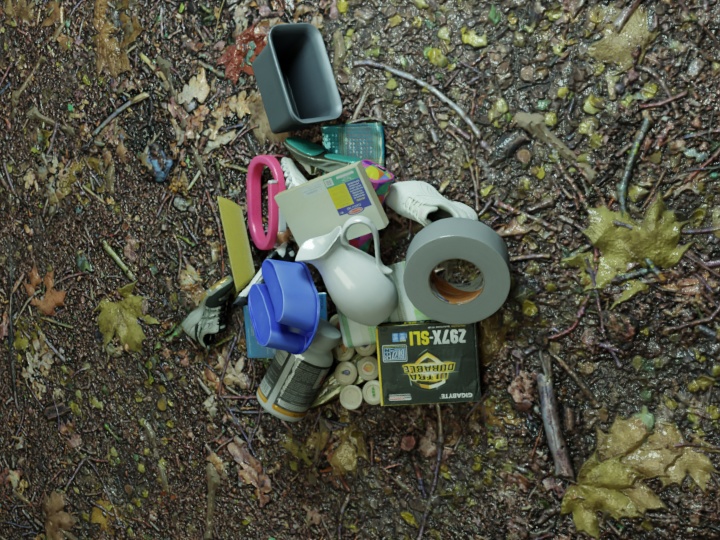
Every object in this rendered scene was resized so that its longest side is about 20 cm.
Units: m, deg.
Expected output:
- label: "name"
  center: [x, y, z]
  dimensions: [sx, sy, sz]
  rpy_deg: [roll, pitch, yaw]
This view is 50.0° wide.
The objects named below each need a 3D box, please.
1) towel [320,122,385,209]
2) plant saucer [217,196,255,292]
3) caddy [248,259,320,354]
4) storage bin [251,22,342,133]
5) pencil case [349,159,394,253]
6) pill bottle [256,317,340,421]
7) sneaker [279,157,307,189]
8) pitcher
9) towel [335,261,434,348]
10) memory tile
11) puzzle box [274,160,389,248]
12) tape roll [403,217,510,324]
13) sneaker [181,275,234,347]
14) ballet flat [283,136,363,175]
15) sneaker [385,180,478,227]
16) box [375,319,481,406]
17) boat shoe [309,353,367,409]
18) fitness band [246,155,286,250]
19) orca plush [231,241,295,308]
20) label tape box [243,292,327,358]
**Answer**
- label: "towel"
  center: [-0.016, -0.202, 1.591]
  dimensions: [0.145, 0.022, 0.203]
  rpy_deg: [3, 99, 27]
- label: "plant saucer"
  center: [-0.267, -0.057, 1.671]
  dimensions: [0.048, 0.200, 0.203]
  rpy_deg: [-11, 92, -10]
- label: "caddy"
  center: [-0.141, 0.069, 1.501]
  dimensions: [0.142, 0.104, 0.201]
  rpy_deg: [-59, 36, 31]
- label: "storage bin"
  center: [-0.134, -0.381, 1.575]
  dimensions: [0.134, 0.144, 0.202]
  rpy_deg: [-17, 89, 55]
- label: "pencil case"
  center: [0.002, -0.117, 1.529]
  dimensions: [0.088, 0.088, 0.201]
  rpy_deg: [34, 127, 19]
- label: "pill bottle"
  center: [-0.124, 0.198, 1.582]
  dimensions: [0.116, 0.116, 0.201]
  rpy_deg: [33, 104, 19]
- label: "sneaker"
  center: [-0.121, -0.155, 1.620]
  dimensions: [0.075, 0.080, 0.202]
  rpy_deg: [112, 142, -53]
- label: "pitcher"
  center: [0.000, 0.000, 1.470]
  dimensions: [0.171, 0.122, 0.200]
  rpy_deg: [-30, 113, 31]
- label: "towel"
  center: [0.048, 0.067, 1.568]
  dimensions: [0.198, 0.031, 0.151]
  rpy_deg: [-13, 88, 12]
- label: "memory tile"
  center: [0.015, 0.177, 1.589]
  dimensions: [0.151, 0.017, 0.203]
  rpy_deg: [-13, 79, 13]
- label: "puzzle box"
  center: [-0.056, -0.117, 1.486]
  dimensions: [0.198, 0.025, 0.134]
  rpy_deg: [-16, 109, 29]
- label: "tape roll"
  center: [0.180, 0.003, 1.441]
  dimensions: [0.198, 0.066, 0.202]
  rpy_deg: [6, 126, 8]
- label: "sneaker"
  center: [-0.329, 0.095, 1.769]
  dimensions: [0.088, 0.076, 0.200]
  rpy_deg: [45, 125, 7]
- label: "ballet flat"
  center: [-0.078, -0.217, 1.576]
  dimensions: [0.198, 0.067, 0.064]
  rpy_deg: [22, 119, 24]
- label: "sneaker"
  center: [0.126, -0.121, 1.485]
  dimensions: [0.198, 0.099, 0.079]
  rpy_deg: [23, 106, 23]
- label: "box"
  center: [0.134, 0.180, 1.517]
  dimensions: [0.197, 0.049, 0.162]
  rpy_deg: [-3, 94, 7]
- label: "boat shoe"
  center: [-0.060, 0.244, 1.652]
  dimensions: [0.199, 0.073, 0.063]
  rpy_deg: [-30, 77, 16]
- label: "fitness band"
  center: [-0.205, -0.144, 1.648]
  dimensions: [0.143, 0.037, 0.203]
  rpy_deg: [20, 112, 56]
- label: "orca plush"
  center: [-0.184, 0.022, 1.626]
  dimensions: [0.071, 0.200, 0.106]
  rpy_deg: [34, 129, 4]
- label: "label tape box"
  center: [-0.153, 0.115, 1.680]
  dimensions: [0.198, 0.066, 0.145]
  rpy_deg: [-2, 96, 19]
